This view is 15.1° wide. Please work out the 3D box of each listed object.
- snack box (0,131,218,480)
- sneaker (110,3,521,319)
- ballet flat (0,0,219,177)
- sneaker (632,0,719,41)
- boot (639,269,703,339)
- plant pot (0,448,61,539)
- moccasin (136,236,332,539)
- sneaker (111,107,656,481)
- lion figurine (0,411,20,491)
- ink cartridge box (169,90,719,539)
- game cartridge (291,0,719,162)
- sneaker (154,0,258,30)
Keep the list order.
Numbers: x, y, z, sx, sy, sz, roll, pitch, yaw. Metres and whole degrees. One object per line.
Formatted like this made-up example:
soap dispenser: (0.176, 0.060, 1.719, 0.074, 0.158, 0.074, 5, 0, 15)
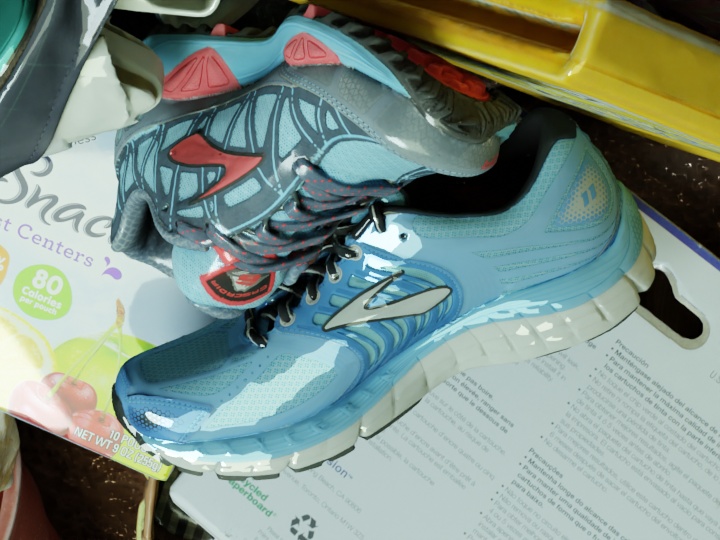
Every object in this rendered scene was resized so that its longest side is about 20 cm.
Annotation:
snack box: (-0.133, -0.028, 1.012, 0.199, 0.053, 0.143, 23, 104, -5)
sneaker: (-0.020, -0.027, 0.885, 0.079, 0.096, 0.200, 22, 170, -27)
ballet flat: (-0.084, -0.088, 0.881, 0.073, 0.073, 0.200, 26, 118, -15)
sneaker: (0.112, -0.104, 0.870, 0.200, 0.081, 0.088, -8, 153, -43)
boot: (0.197, 0.040, 1.050, 0.155, 0.077, 0.200, 39, 127, -26)
plant pot: (-0.193, 0.169, 1.177, 0.200, 0.201, 0.196, -11, 138, 20)
moccasin: (-0.052, 0.052, 1.103, 0.073, 0.078, 0.202, 22, 128, -8)
sneaker: (0.000, 0.000, 0.959, 0.199, 0.078, 0.090, -25, 121, -3)
lion figurine: (-0.220, 0.059, 1.105, 0.199, 0.123, 0.072, -17, 148, 28)
ink cartridge box: (0.064, 0.069, 1.011, 0.196, 0.200, 0.043, 39, 179, 18)
game cartridge: (0.085, -0.062, 0.890, 0.199, 0.033, 0.176, 20, -178, -39)
sneaker: (-0.027, -0.159, 0.904, 0.073, 0.071, 0.200, 14, 134, -3)
